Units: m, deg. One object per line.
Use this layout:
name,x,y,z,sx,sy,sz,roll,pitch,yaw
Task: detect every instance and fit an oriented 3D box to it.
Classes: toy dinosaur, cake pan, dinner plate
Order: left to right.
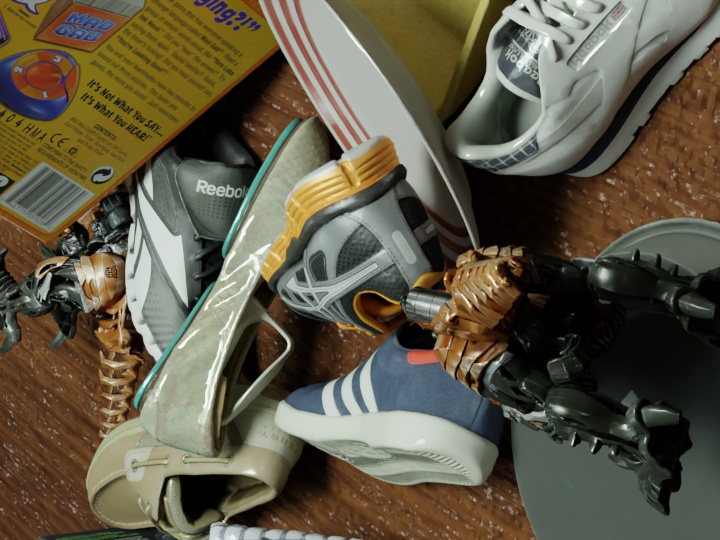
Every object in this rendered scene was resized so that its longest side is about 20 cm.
toy dinosaur,-0.172,0.001,1.352,0.136,0.102,0.200,-12,60,36
dinner plate,0.009,-0.080,1.077,0.200,0.024,0.200,55,173,10
toy dinosaur,0.075,0.033,0.890,0.136,0.200,0.102,17,101,15
cake pan,0.138,0.076,0.983,0.200,0.037,0.200,4,95,53

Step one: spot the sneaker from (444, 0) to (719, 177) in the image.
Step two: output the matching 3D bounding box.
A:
sneaker,0.111,-0.121,0.972,0.076,0.080,0.200,55,131,38

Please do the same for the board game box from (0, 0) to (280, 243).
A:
board game box,-0.198,-0.178,1.217,0.200,0.200,0.200,-38,55,12

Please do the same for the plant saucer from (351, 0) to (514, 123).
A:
plant saucer,0.035,-0.207,1.093,0.200,0.048,0.200,46,127,40

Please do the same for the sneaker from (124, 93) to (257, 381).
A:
sneaker,-0.096,-0.026,1.263,0.090,0.066,0.200,-27,69,53

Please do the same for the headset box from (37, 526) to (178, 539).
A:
headset box,-0.117,0.256,1.286,0.200,0.093,0.174,11,101,53

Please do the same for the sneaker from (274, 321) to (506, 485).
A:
sneaker,0.023,0.062,1.119,0.200,0.075,0.085,-3,63,62

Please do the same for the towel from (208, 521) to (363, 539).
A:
towel,-0.022,0.240,1.116,0.165,0.086,0.200,7,98,19

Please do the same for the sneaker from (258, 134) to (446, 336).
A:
sneaker,0.000,0.000,1.088,0.077,0.078,0.200,55,171,10

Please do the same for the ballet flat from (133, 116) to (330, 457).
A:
ballet flat,-0.054,0.012,1.196,0.062,0.067,0.200,29,91,13

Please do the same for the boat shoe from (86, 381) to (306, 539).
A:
boat shoe,-0.104,0.125,1.267,0.200,0.072,0.065,-26,40,46
